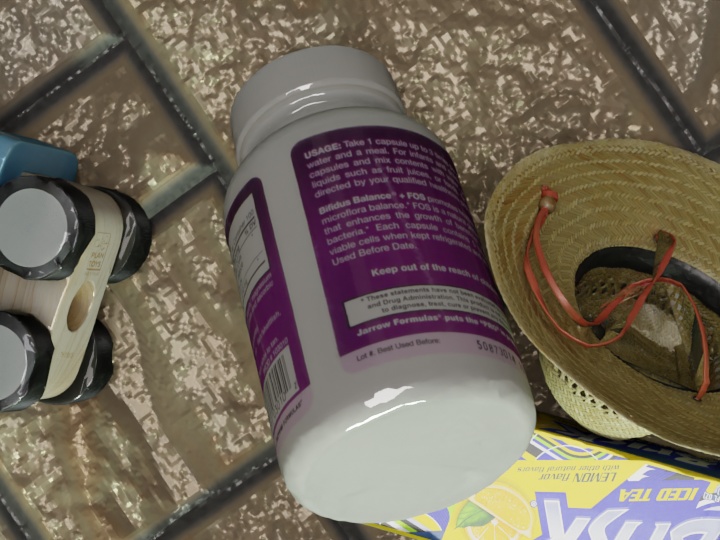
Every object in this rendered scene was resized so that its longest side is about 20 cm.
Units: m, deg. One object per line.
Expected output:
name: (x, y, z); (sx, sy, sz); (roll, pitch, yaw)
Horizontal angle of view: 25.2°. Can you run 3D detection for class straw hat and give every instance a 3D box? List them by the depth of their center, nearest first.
straw hat: (0.132, 0.033, 0.745); (0.200, 0.201, 0.085); (31, 133, 2)

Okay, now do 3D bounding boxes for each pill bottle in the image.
pill bottle: (0.000, 0.000, 0.717); (0.111, 0.112, 0.201); (-20, 56, 6)

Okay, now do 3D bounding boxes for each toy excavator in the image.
toy excavator: (-0.206, -0.045, 0.783); (0.199, 0.100, 0.196); (19, 94, 12)

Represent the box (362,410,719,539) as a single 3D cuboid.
box: (0.097, 0.109, 0.774); (0.198, 0.064, 0.071); (15, 95, 3)
